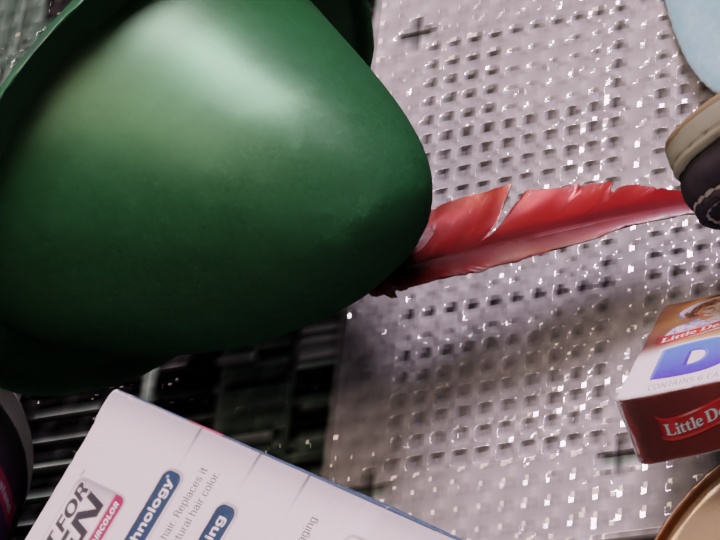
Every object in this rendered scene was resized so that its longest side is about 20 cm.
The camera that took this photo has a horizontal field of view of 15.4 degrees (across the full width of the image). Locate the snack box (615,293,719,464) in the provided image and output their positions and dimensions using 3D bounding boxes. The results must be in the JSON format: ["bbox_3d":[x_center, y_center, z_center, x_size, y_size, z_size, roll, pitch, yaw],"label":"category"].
[{"bbox_3d":[0.174,0.011,0.731,0.200,0.024,0.072,-14,17,23],"label":"snack box"}]

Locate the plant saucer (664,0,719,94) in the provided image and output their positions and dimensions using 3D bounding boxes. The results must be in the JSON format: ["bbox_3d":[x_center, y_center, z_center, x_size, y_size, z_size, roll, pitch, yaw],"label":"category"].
[{"bbox_3d":[0.143,-0.149,0.810,0.039,0.201,0.201,6,53,-15],"label":"plant saucer"}]

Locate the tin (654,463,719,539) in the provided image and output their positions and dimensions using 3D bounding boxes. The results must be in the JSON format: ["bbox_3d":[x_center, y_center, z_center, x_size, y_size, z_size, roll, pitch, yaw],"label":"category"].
[{"bbox_3d":[0.121,0.135,0.698,0.112,0.042,0.200,-1,60,26],"label":"tin"}]

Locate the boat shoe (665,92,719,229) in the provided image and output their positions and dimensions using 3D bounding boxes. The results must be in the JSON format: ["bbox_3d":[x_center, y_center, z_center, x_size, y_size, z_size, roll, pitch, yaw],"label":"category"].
[{"bbox_3d":[0.174,-0.035,0.713,0.200,0.072,0.065,-15,76,31],"label":"boat shoe"}]

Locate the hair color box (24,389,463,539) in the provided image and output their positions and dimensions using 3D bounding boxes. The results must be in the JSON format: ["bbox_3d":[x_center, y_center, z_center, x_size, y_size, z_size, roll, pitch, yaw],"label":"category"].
[{"bbox_3d":[-0.014,0.114,0.737,0.200,0.061,0.100,20,74,42],"label":"hair color box"}]

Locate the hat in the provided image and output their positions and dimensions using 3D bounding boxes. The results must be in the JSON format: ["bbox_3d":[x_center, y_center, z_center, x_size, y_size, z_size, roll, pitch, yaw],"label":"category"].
[{"bbox_3d":[0.000,0.000,0.787,0.176,0.166,0.200,39,97,32],"label":"hat"}]

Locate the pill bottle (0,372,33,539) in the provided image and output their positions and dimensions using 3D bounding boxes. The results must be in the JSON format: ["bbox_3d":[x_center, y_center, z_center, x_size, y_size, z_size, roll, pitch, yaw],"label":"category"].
[{"bbox_3d":[-0.166,0.078,0.832,0.111,0.111,0.200,-16,32,22],"label":"pill bottle"}]
